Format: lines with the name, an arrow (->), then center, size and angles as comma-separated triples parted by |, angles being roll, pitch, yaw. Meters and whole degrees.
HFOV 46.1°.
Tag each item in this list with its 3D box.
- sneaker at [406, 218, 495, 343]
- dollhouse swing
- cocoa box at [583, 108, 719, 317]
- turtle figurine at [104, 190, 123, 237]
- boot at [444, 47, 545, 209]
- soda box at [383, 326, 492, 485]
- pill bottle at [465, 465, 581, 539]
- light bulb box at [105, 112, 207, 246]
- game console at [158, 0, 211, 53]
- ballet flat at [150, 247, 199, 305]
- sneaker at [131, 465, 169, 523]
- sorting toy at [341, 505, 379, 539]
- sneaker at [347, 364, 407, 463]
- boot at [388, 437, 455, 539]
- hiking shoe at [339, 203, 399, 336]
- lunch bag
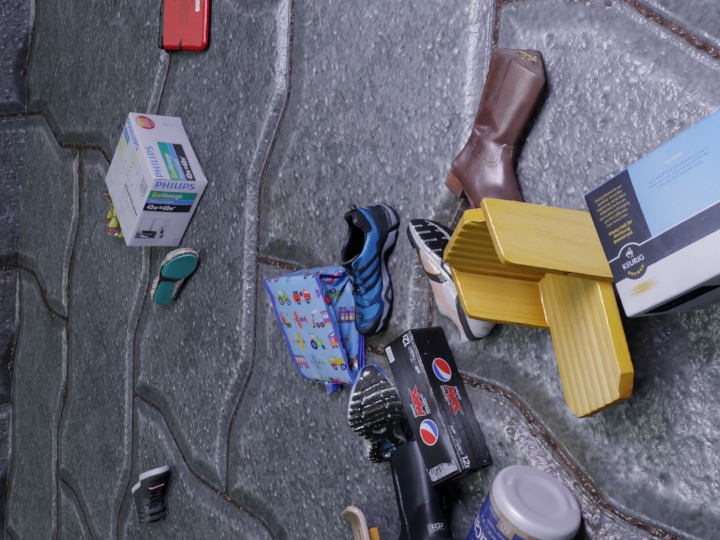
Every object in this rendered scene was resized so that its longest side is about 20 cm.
sneaker -> 0.113, 0.011, 1.128 | 0.201, 0.073, 0.081 | 57, 135, 34
dollhouse swing -> 0.182, 0.052, 0.910 | 0.200, 0.178, 0.179 | 107, 170, -72
cocoa box -> 0.335, -0.057, 0.781 | 0.199, 0.132, 0.133 | -36, 64, 47
turtle figurine -> -0.581, -0.167, 2.034 | 0.200, 0.064, 0.164 | 40, 123, 44
boot -> 0.193, -0.158, 1.028 | 0.186, 0.064, 0.203 | 43, 120, 40
soda box -> 0.103, 0.181, 1.150 | 0.063, 0.070, 0.203 | -37, 64, 41
pill bottle -> 0.180, 0.348, 1.029 | 0.111, 0.110, 0.203 | 44, 126, 41
light bulb box -> -0.438, -0.190, 1.796 | 0.201, 0.123, 0.200 | -54, 51, 38
game console -> -0.359, -0.557, 1.756 | 0.169, 0.118, 0.204 | 7, 100, 20
ballet flat -> -0.403, -0.002, 1.810 | 0.200, 0.075, 0.065 | -46, 41, 40
sneaker -> -0.468, 0.516, 1.932 | 0.200, 0.070, 0.100 | -49, 56, 49
sorting toy -> 0.020, 0.451, 1.259 | 0.185, 0.036, 0.203 | 103, 150, -71
sneaker -> 0.017, 0.194, 1.214 | 0.202, 0.077, 0.091 | 80, 175, -48
boot -> 0.079, 0.344, 1.197 | 0.201, 0.075, 0.170 | 108, 158, -53
hiking shoe -> 0.000, 0.000, 1.263 | 0.074, 0.086, 0.204 | 14, 104, 51
lunch bag -> -0.063, 0.100, 1.364 | 0.149, 0.093, 0.204 | -4, 98, 50
